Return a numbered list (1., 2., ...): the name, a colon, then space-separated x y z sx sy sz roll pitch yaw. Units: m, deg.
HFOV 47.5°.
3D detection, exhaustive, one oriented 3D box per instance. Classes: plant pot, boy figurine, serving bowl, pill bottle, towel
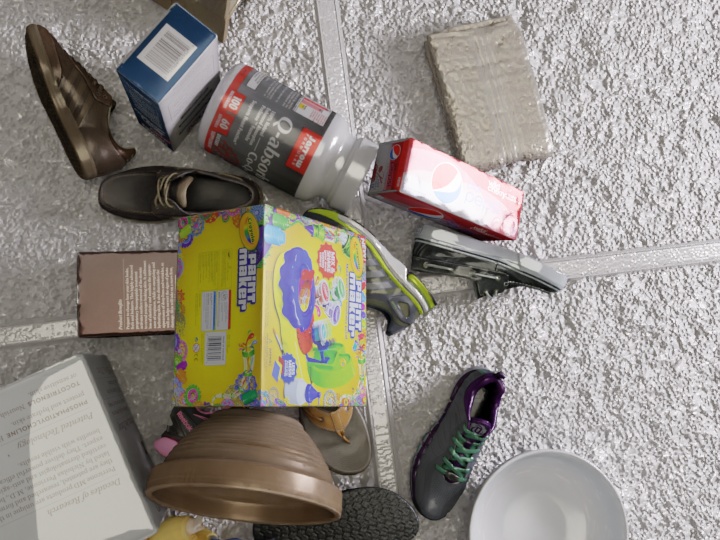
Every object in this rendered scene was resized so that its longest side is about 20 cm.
1. plant pot: -0.115 0.202 0.855 0.200 0.201 0.093 9 63 -7
2. boy figurine: -0.197 0.328 0.937 0.200 0.064 0.125 7 119 3
3. serving bowl: 0.222 0.319 1.009 0.200 0.066 0.200 1 84 -8
4. pill bottle: -0.086 -0.157 0.997 0.200 0.116 0.116 27 81 -4
5. towel: 0.168 -0.232 1.083 0.132 0.034 0.200 -13 86 -8

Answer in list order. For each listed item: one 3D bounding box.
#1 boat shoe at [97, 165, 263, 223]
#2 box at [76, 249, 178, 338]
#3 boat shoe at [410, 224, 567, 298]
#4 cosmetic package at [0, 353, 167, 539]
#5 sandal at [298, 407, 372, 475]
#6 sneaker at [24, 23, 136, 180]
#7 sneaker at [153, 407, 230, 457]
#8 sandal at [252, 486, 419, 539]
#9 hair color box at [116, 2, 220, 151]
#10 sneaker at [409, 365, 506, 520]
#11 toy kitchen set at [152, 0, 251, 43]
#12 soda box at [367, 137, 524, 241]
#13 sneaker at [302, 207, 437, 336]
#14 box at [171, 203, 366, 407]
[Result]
1. boat shoe: -0.218 -0.098 0.993 0.200 0.073 0.075 -1 83 -8
2. box: -0.230 0.028 0.979 0.200 0.075 0.100 -1 84 -10
3. boat shoe: 0.159 0.002 1.044 0.200 0.072 0.071 17 90 5
4. cosmetic package: -0.328 0.215 0.895 0.166 0.167 0.200 -24 88 -10
5. sandal: -0.037 0.153 0.999 0.082 0.055 0.200 -11 85 -9
6. sneaker: -0.344 -0.210 1.003 0.075 0.070 0.200 -22 90 -29
7. sneaker: -0.139 0.199 0.977 0.200 0.079 0.096 16 70 -7
8. sandal: -0.029 0.301 0.993 0.200 0.048 0.075 -4 85 4
9. hair color box: -0.215 -0.215 0.943 0.060 0.200 0.100 39 80 -2
10. sneaker: 0.119 0.209 0.997 0.074 0.088 0.200 23 81 -5
11. toy kitchen set: -0.205 -0.420 0.978 0.200 0.180 0.163 31 79 -8
12. soda box: 0.109 -0.094 1.000 0.200 0.063 0.070 18 80 -35
13. sneaker: 0.000 0.000 1.015 0.200 0.074 0.081 42 83 0
14. box: -0.093 0.049 0.899 0.122 0.193 0.200 -6 80 32
